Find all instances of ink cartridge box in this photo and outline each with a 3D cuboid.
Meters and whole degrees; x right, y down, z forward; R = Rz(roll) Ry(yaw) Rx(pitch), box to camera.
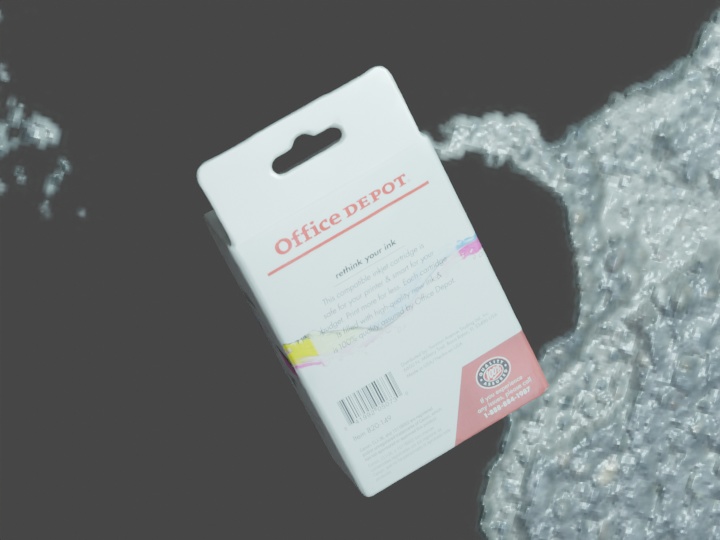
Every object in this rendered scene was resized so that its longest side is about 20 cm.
[{"bbox_3d":[0.000,0.000,0.999,0.116,0.067,0.200,-30,112,-7],"label":"ink cartridge box"}]
